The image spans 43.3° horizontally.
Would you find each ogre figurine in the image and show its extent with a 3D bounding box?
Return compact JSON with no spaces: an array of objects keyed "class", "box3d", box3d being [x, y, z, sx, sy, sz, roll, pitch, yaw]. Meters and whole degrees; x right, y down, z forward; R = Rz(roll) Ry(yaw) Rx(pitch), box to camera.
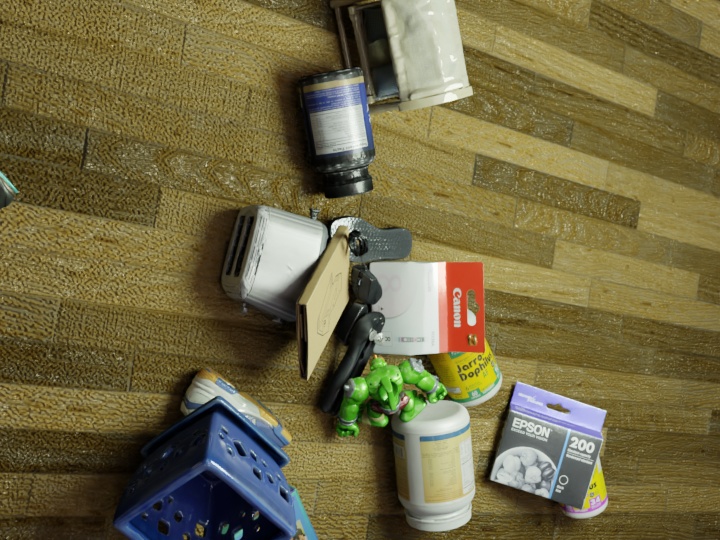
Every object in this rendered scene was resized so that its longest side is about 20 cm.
[{"class":"ogre figurine","box3d":[0.048,0.212,1.557,0.099,0.196,0.121,-87,169,-45]}]

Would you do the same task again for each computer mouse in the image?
[{"class":"computer mouse","box3d":[0.000,0.000,1.513,0.034,0.058,0.201,-41,149,-18]}]

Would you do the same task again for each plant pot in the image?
[{"class":"plant pot","box3d":[-0.222,0.318,1.353,0.199,0.181,0.200,-34,118,19]}]

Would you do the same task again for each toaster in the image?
[{"class":"toaster","box3d":[-0.137,-0.023,1.450,0.128,0.113,0.203,17,86,-31]}]

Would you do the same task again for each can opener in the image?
[{"class":"can opener","box3d":[-0.013,0.159,1.580,0.063,0.078,0.203,20,91,-43]}]

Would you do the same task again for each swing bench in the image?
[{"class":"swing bench","box3d":[0.067,-0.371,1.505,0.128,0.199,0.202,-20,105,-30]}]

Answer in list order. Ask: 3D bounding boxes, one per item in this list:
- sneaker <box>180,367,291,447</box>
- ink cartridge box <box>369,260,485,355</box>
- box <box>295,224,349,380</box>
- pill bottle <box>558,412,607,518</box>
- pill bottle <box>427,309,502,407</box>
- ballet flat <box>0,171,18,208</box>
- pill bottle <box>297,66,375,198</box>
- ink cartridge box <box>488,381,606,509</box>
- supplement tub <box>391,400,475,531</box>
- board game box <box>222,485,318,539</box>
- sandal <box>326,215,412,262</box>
[{"class":"sneaker","box3d":[-0.202,0.241,1.461,0.199,0.075,0.089,39,85,-23]},{"class":"ink cartridge box","box3d":[0.114,0.065,1.583,0.057,0.197,0.166,-13,102,-61]},{"class":"box","box3d":[-0.058,0.050,1.466,0.201,0.021,0.165,-64,161,-46]},{"class":"pill bottle","box3d":[0.445,0.402,1.883,0.103,0.104,0.203,-24,106,-30]},{"class":"pill bottle","box3d":[0.178,0.141,1.676,0.112,0.112,0.202,-37,113,-26]},{"class":"ballet flat","box3d":[-0.536,-0.161,1.198,0.068,0.068,0.202,-37,113,-16]},{"class":"pill bottle","box3d":[-0.035,-0.227,1.502,0.111,0.111,0.204,-17,103,-31]},{"class":"ink cartridge box","box3d":[0.375,0.347,1.803,0.195,0.043,0.203,17,88,2]},{"class":"supplement tub","box3d":[0.133,0.351,1.644,0.143,0.144,0.204,-11,100,-32]},{"class":"board game box","box3d":[-0.140,0.487,1.530,0.151,0.045,0.203,-31,110,-28]},{"class":"sandal","box3d":[0.010,-0.049,1.593,0.198,0.042,0.077,10,90,-45]}]
